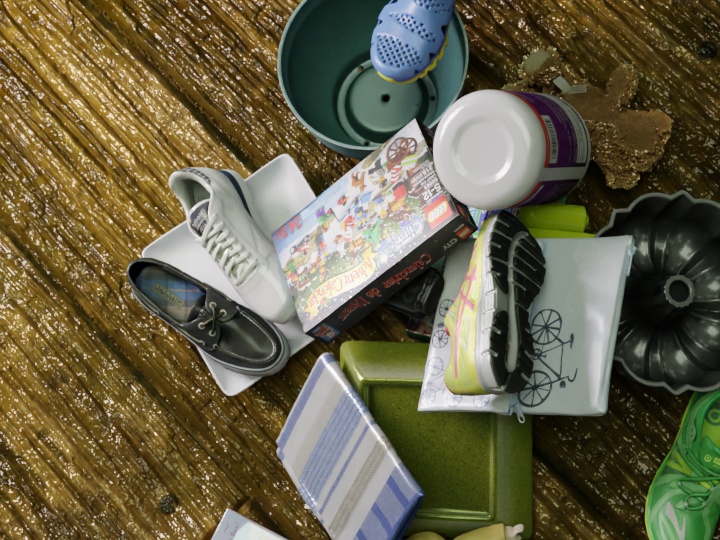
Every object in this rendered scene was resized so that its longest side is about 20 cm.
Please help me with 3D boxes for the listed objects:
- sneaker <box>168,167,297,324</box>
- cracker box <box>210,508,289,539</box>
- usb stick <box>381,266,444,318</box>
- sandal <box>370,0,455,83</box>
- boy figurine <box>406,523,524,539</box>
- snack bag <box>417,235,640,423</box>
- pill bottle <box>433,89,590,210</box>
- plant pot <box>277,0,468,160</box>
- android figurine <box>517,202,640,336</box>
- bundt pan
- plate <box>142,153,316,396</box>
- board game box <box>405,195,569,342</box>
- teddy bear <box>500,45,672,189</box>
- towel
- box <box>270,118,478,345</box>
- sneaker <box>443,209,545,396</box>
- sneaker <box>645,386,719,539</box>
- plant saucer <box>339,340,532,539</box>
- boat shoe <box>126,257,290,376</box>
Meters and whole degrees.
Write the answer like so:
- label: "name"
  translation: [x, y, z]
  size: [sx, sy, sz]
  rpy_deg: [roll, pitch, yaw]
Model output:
- label: "sneaker"
  translation: [-0.133, -0.025, 1.557]
  size: [0.076, 0.080, 0.200]
  rpy_deg: [-45, 66, 20]
- label: "cracker box"
  translation: [-0.076, 0.347, 1.501]
  size: [0.199, 0.058, 0.135]
  rpy_deg: [26, 80, 15]
- label: "usb stick"
  translation: [0.000, 0.000, 1.523]
  size: [0.199, 0.033, 0.056]
  rpy_deg: [19, 80, 39]
- label: "sandal"
  translation: [0.070, -0.282, 1.490]
  size: [0.079, 0.087, 0.201]
  rpy_deg: [26, 81, 12]
- label: "boy figurine"
  translation: [0.128, 0.305, 1.463]
  size: [0.198, 0.064, 0.125]
  rpy_deg: [5, 108, 13]
- label: "snack bag"
  translation: [0.158, 0.052, 1.420]
  size: [0.199, 0.021, 0.190]
  rpy_deg: [0, 66, 32]
- label: "pill bottle"
  translation: [0.157, -0.119, 1.458]
  size: [0.112, 0.200, 0.113]
  rpy_deg: [2, 95, 26]
- label: "plant pot"
  translation: [0.021, -0.201, 1.587]
  size: [0.198, 0.134, 0.202]
  rpy_deg: [-2, 74, 8]
- label: "android figurine"
  translation: [0.186, 0.019, 1.518]
  size: [0.198, 0.041, 0.184]
  rpy_deg: [7, 79, -6]
- label: "bundt pan"
  translation: [0.304, 0.028, 1.477]
  size: [0.200, 0.076, 0.204]
  rpy_deg: [2, 78, -10]
- label: "plate"
  translation: [-0.108, 0.006, 1.612]
  size: [0.199, 0.032, 0.201]
  rpy_deg: [-34, 71, 0]
- label: "board game box"
  translation: [0.137, -0.013, 1.571]
  size: [0.134, 0.029, 0.202]
  rpy_deg: [13, 78, 13]
- label: "teddy bear"
  translation: [0.235, -0.161, 1.580]
  size: [0.199, 0.067, 0.146]
  rpy_deg: [17, 65, 18]
- label: "towel"
  translation: [-0.013, 0.197, 1.479]
  size: [0.200, 0.024, 0.147]
  rpy_deg: [53, 131, 36]
- label: "box"
  translation: [0.010, -0.038, 1.475]
  size: [0.200, 0.038, 0.137]
  rpy_deg: [-38, 48, 19]
- label: "sneaker"
  translation: [0.115, 0.031, 1.400]
  size: [0.090, 0.078, 0.201]
  rpy_deg: [-26, 40, 43]
- label: "sneaker"
  translation: [0.331, 0.194, 1.445]
  size: [0.074, 0.084, 0.201]
  rpy_deg: [18, 80, 1]
- label: "plant saucer"
  translation: [0.071, 0.175, 1.487]
  size: [0.198, 0.048, 0.202]
  rpy_deg: [1, 96, 13]
- label: "boat shoe"
  translation: [-0.166, 0.049, 1.565]
  size: [0.199, 0.057, 0.069]
  rpy_deg: [29, 82, 16]
